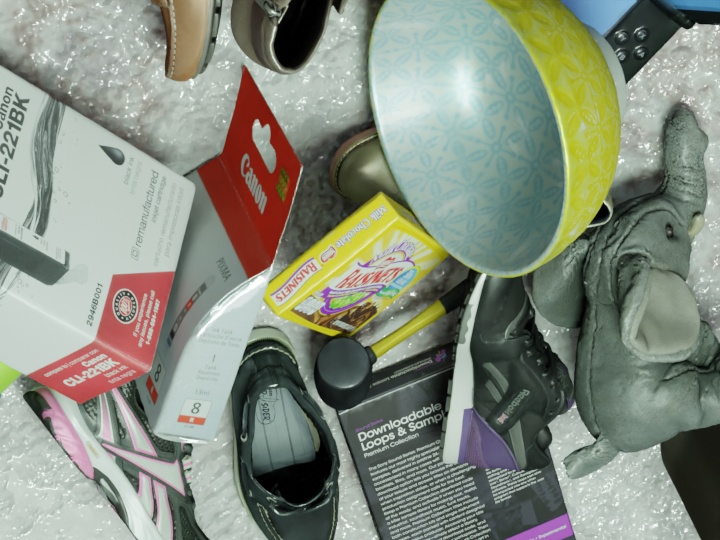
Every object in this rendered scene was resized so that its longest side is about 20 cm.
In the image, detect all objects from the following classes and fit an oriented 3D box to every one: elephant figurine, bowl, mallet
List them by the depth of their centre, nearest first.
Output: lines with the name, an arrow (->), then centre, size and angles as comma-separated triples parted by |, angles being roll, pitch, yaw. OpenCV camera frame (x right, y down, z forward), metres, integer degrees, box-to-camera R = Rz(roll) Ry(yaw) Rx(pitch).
bowl -> 0.105, -0.107, 1.513 | 0.107, 0.200, 0.201 | -23, 126, -30
mallet -> 0.051, 0.028, 1.655 | 0.199, 0.041, 0.066 | -35, 166, -3
elephant figurine -> 0.192, 0.015, 1.669 | 0.141, 0.155, 0.201 | -12, 118, 21

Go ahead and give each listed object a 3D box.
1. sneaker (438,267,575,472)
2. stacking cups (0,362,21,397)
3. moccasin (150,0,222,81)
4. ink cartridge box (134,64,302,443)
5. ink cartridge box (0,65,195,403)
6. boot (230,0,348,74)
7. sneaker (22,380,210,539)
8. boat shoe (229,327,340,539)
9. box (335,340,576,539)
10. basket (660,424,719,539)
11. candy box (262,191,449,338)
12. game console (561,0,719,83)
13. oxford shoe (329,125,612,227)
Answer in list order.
sneaker -> 0.109, 0.057, 1.623 | 0.087, 0.076, 0.201 | 11, 134, 7
stacking cups -> -0.270, 0.084, 1.586 | 0.060, 0.061, 0.200 | 36, 105, -31
moccasin -> -0.126, -0.212, 1.457 | 0.077, 0.074, 0.203 | -7, 124, -4
ink cartridge box -> -0.103, -0.014, 1.522 | 0.050, 0.162, 0.201 | 7, 116, -21
ink cartridge box -> -0.216, -0.030, 1.479 | 0.199, 0.145, 0.084 | 31, 144, -30
boot -> -0.030, -0.221, 1.439 | 0.070, 0.146, 0.201 | 8, 115, -20
sneaker -> -0.144, 0.134, 1.647 | 0.086, 0.080, 0.200 | -38, 129, -7
boat shoe -> -0.050, 0.139, 1.684 | 0.074, 0.066, 0.201 | -13, 122, -11
box -> 0.070, 0.146, 1.748 | 0.142, 0.036, 0.201 | -22, 124, -6
basket -> 0.308, 0.170, 1.740 | 0.179, 0.200, 0.137 | 16, 112, -26
candy box -> 0.000, 0.000, 1.569 | 0.102, 0.026, 0.200 | -41, 168, 5
game console -> 0.145, -0.177, 1.530 | 0.199, 0.119, 0.171 | 34, 110, -30
oxford shoe -> 0.079, -0.061, 1.608 | 0.198, 0.074, 0.071 | -2, 122, -16
